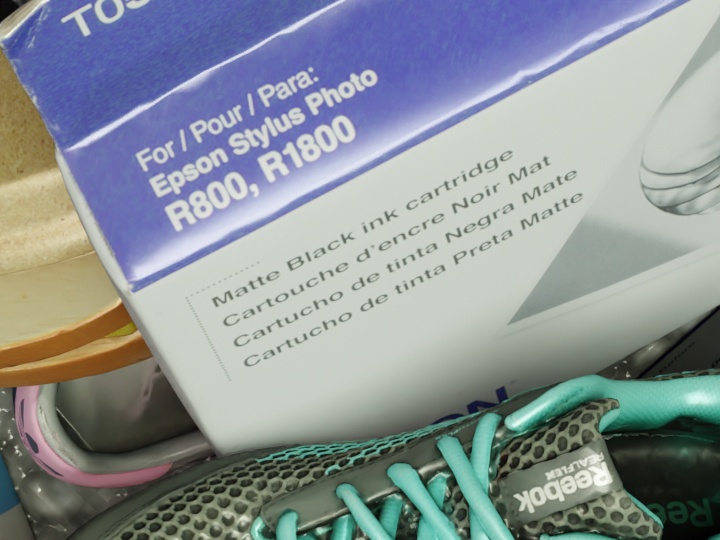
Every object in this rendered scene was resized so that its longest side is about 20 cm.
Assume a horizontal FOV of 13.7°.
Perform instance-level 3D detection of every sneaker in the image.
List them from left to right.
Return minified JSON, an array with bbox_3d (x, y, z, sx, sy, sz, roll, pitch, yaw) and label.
[{"bbox_3d":[0.000,0.000,0.767,0.200,0.082,0.070,-32,98,7],"label":"sneaker"},{"bbox_3d":[0.024,0.054,0.641,0.199,0.091,0.078,-12,68,-21],"label":"sneaker"}]

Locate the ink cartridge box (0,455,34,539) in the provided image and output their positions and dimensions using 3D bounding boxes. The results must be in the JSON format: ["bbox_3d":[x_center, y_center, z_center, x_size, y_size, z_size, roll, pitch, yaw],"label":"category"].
[{"bbox_3d":[-0.132,0.146,0.763,0.128,0.125,0.200,-23,89,5],"label":"ink cartridge box"}]

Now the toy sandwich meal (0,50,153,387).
[{"bbox_3d":[-0.083,-0.067,0.744,0.204,0.070,0.206,-6,63,11],"label":"toy sandwich meal"}]

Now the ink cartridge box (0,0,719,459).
[{"bbox_3d":[0.039,-0.034,0.652,0.199,0.200,0.041,-29,61,-3],"label":"ink cartridge box"}]

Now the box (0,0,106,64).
[{"bbox_3d":[-0.047,-0.157,0.668,0.182,0.104,0.200,-39,69,-4],"label":"box"}]

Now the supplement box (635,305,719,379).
[{"bbox_3d":[0.152,0.101,0.773,0.101,0.103,0.200,-42,99,8],"label":"supplement box"}]
